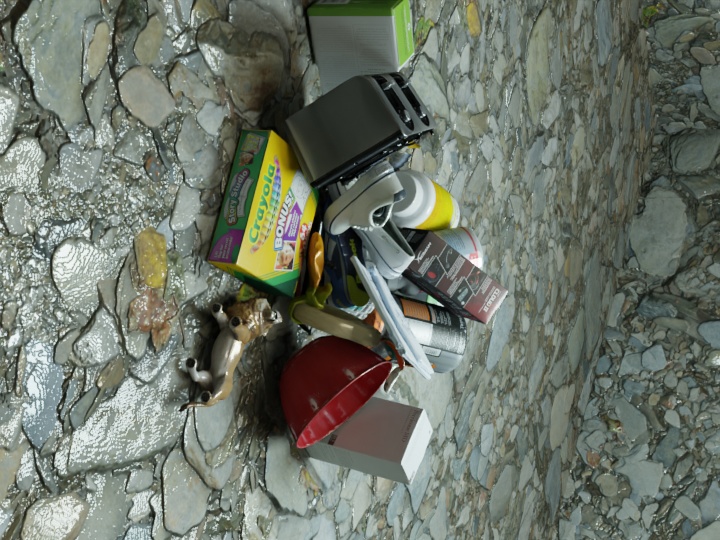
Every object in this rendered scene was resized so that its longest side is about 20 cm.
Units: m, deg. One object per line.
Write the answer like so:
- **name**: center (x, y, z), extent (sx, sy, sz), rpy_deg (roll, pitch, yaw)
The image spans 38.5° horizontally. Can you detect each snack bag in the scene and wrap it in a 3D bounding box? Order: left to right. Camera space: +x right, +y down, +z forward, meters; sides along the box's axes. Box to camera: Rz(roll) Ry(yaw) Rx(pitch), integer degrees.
- **snack bag**: center (0.051, 0.071, 1.629), extent (0.190, 0.021, 0.200), rpy_deg (63, 6, 23)

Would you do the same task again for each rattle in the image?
- **rattle**: center (-0.001, 0.050, 1.586), extent (0.130, 0.198, 0.144), rpy_deg (57, 54, -71)

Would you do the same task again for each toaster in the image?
- **toaster**: center (-0.006, -0.208, 1.540), extent (0.120, 0.199, 0.181), rpy_deg (62, 24, 0)

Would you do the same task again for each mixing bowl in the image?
- **mixing bowl**: center (-0.057, 0.176, 1.646), extent (0.200, 0.108, 0.200), rpy_deg (-39, 164, -14)

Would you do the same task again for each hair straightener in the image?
- **hair straightener**: center (-0.071, 0.006, 1.654), extent (0.076, 0.041, 0.202), rpy_deg (-4, 104, -22)

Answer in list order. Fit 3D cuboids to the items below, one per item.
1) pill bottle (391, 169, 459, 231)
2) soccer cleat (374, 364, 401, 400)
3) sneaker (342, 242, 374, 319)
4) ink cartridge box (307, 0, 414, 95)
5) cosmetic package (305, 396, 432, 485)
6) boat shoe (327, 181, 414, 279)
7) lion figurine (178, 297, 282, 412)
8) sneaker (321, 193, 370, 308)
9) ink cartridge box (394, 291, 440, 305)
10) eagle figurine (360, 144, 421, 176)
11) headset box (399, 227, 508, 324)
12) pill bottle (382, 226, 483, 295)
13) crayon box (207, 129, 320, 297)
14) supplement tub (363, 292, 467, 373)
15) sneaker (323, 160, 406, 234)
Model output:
- **pill bottle**: center (0.107, -0.123, 1.943), extent (0.200, 0.108, 0.111), rpy_deg (24, 76, -64)
- **soccer cleat**: center (0.055, 0.153, 1.947), extent (0.069, 0.077, 0.202), rpy_deg (50, 53, -57)
- **sneaker**: center (0.000, 0.000, 1.800), extent (0.077, 0.091, 0.202), rpy_deg (23, 98, -22)
- **ink cartridge box**: center (0.008, -0.332, 1.640), extent (0.076, 0.146, 0.202), rpy_deg (-55, 144, -49)
- **cosmetic package**: center (0.010, 0.277, 1.750), extent (0.114, 0.198, 0.081), rpy_deg (-65, 149, -31)
- **boat shoe**: center (0.024, -0.086, 1.695), extent (0.201, 0.067, 0.073), rpy_deg (56, 31, 6)
- **lion figurine**: center (-0.190, 0.121, 1.466), extent (0.201, 0.072, 0.123), rpy_deg (-61, 162, -11)
- **sneaker**: center (-0.040, -0.032, 1.721), extent (0.074, 0.082, 0.202), rpy_deg (7, 71, -46)
- **ink cartridge box**: center (0.142, 0.044, 2.087), extent (0.200, 0.087, 0.147), rpy_deg (25, 75, -61)
- **eagle figurine**: center (0.034, -0.234, 1.783), extent (0.152, 0.151, 0.200), rpy_deg (-42, -172, 6)
- **headset box**: center (0.152, 0.013, 1.787), extent (0.199, 0.149, 0.075), rpy_deg (36, 84, -16)
- **pill bottle**: center (0.120, -0.014, 1.915), extent (0.198, 0.109, 0.110), rpy_deg (-11, 111, -24)
- **crayon box**: center (-0.135, -0.081, 1.517), extent (0.172, 0.058, 0.202), rpy_deg (35, 65, -61)
- **supplement tub**: center (0.085, 0.111, 1.869), extent (0.198, 0.122, 0.124), rpy_deg (15, 82, -28)
- **sneaker**: center (0.003, -0.091, 1.586), extent (0.073, 0.200, 0.071), rpy_deg (-27, 82, -31)
